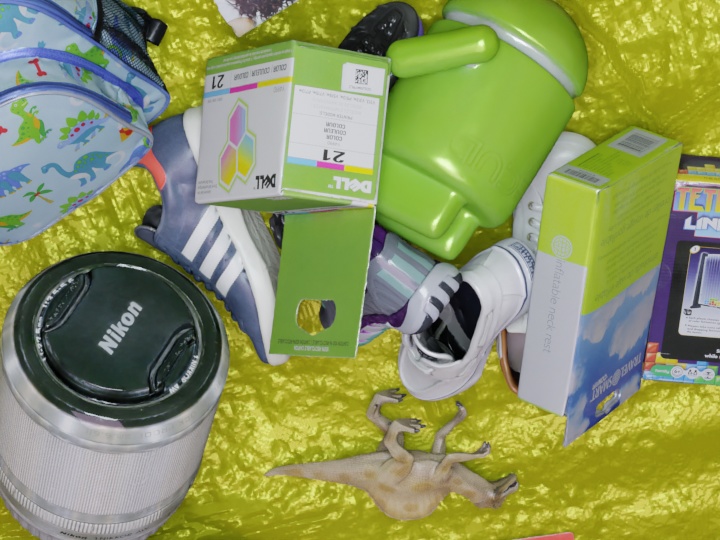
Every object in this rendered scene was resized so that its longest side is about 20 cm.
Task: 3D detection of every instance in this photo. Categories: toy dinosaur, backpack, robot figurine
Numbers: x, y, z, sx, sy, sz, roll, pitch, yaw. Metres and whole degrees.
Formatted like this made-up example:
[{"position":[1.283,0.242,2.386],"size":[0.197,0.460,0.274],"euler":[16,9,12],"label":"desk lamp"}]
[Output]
[{"position":[0.026,0.148,1.728],"size":[0.200,0.058,0.101],"euler":[6,117,-1],"label":"toy dinosaur"},{"position":[-0.244,-0.126,1.513],"size":[0.183,0.147,0.200],"euler":[-33,142,16],"label":"backpack"},{"position":[0.080,-0.111,1.543],"size":[0.116,0.175,0.200],"euler":[28,81,25],"label":"robot figurine"}]

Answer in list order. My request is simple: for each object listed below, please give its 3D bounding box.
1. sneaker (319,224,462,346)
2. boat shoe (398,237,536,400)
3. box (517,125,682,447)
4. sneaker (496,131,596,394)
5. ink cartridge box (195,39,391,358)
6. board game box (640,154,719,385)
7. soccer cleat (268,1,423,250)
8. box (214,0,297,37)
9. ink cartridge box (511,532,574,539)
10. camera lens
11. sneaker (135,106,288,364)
[{"position":[0.000,0.000,1.599],"size":[0.088,0.200,0.074],"euler":[39,71,-13],"label":"sneaker"},{"position":[0.061,0.042,1.627],"size":[0.074,0.065,0.200],"euler":[54,146,17],"label":"boat shoe"},{"position":[0.167,0.010,1.581],"size":[0.048,0.122,0.200],"euler":[22,120,28],"label":"box"},{"position":[0.142,0.001,1.638],"size":[0.073,0.085,0.200],"euler":[7,115,0],"label":"sneaker"},{"position":[-0.052,-0.045,1.514],"size":[0.076,0.148,0.200],"euler":[8,86,-27],"label":"ink cartridge box"},{"position":[0.311,0.005,1.649],"size":[0.200,0.057,0.166],"euler":[5,114,0],"label":"board game box"},{"position":[0.004,-0.098,1.612],"size":[0.073,0.068,0.200],"euler":[11,110,-40],"label":"soccer cleat"},{"position":[-0.021,-0.245,1.540],"size":[0.200,0.050,0.075],"euler":[-31,111,15],"label":"box"},{"position":[0.083,0.299,1.807],"size":[0.200,0.057,0.163],"euler":[-7,116,10],"label":"ink cartridge box"},{"position":[-0.185,0.095,1.620],"size":[0.160,0.160,0.200],"euler":[14,143,-5],"label":"camera lens"},{"position":[-0.113,-0.017,1.637],"size":[0.084,0.075,0.200],"euler":[-18,104,9],"label":"sneaker"}]
